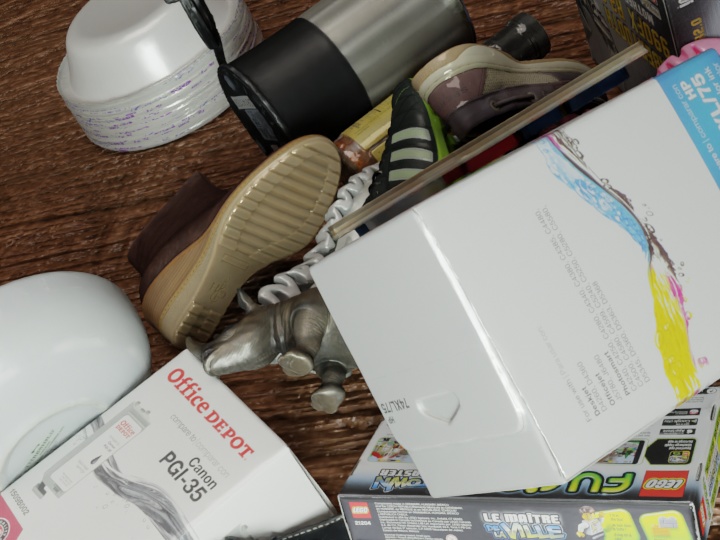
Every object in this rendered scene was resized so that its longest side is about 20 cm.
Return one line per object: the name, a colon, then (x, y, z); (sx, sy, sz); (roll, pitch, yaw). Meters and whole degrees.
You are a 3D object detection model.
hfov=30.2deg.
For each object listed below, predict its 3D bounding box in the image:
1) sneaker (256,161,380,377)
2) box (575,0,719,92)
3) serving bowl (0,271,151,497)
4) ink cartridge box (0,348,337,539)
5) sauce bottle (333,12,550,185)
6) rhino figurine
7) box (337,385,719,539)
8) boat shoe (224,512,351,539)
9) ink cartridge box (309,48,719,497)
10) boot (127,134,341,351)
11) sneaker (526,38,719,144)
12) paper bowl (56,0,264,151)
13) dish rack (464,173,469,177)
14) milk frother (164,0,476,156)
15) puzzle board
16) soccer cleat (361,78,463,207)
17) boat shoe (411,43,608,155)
sneaker: (0.000, 0.000, 0.953); (0.081, 0.075, 0.200); (20, 55, 22)
box: (0.206, -0.181, 0.948); (0.048, 0.158, 0.200); (-26, 38, 0)
serving bowl: (-0.216, 0.098, 0.879); (0.200, 0.200, 0.066); (-39, 61, -13)
ink cartridge box: (-0.137, 0.161, 0.832); (0.200, 0.083, 0.146); (-39, 39, -13)
sauce bottle: (0.066, -0.130, 1.055); (0.200, 0.066, 0.066); (-37, 38, -13)
rhino figurine: (-0.019, 0.042, 0.837); (0.200, 0.060, 0.087); (-4, 37, 20)
box: (0.098, 0.109, 0.753); (0.200, 0.035, 0.110); (-3, 28, 26)
boat shoe: (-0.057, 0.188, 0.758); (0.200, 0.062, 0.075); (-27, 41, -16)
ink cartridge box: (0.108, 0.006, 0.696); (0.200, 0.146, 0.147); (-29, 1, -26)
boot: (-0.107, -0.047, 1.025); (0.200, 0.072, 0.166); (-51, 32, 9)
sneaker: (0.177, -0.064, 0.823); (0.200, 0.079, 0.095); (-36, 38, 0)
paper bowl: (-0.202, -0.216, 1.286); (0.200, 0.104, 0.201); (-18, 40, 15)
dish rack: (0.105, 0.008, 0.889); (0.171, 0.044, 0.200); (-3, 44, 28)
milk frother: (-0.043, -0.213, 1.108); (0.188, 0.200, 0.180); (-38, 35, -13)
puzzle board: (0.073, -0.072, 0.800); (0.200, 0.017, 0.151); (-30, 2, 3)
soccer cleat: (0.035, -0.065, 0.930); (0.081, 0.068, 0.200); (-23, 41, 11)
boat shoe: (0.115, -0.112, 0.942); (0.072, 0.200, 0.065); (-32, 70, 34)
